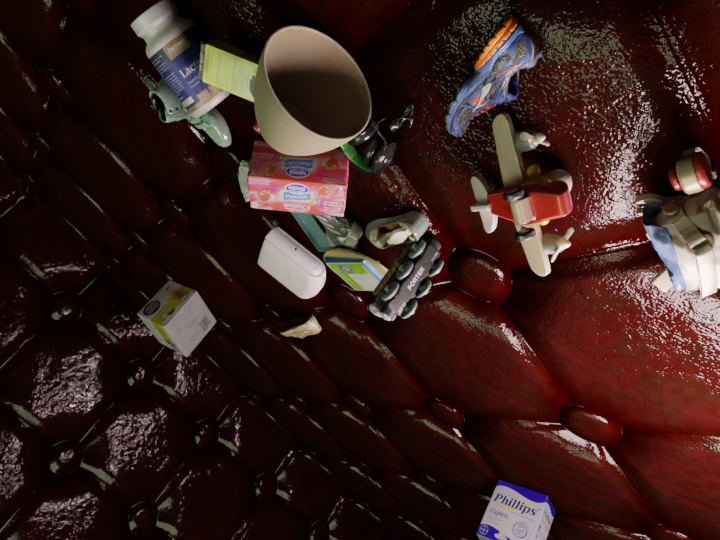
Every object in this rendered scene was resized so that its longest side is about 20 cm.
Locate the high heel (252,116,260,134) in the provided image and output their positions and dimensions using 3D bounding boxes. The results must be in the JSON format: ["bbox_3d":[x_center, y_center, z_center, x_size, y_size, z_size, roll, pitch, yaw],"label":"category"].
[{"bbox_3d":[-0.180,-0.254,1.098,0.066,0.097,0.202,20,144,26],"label":"high heel"}]

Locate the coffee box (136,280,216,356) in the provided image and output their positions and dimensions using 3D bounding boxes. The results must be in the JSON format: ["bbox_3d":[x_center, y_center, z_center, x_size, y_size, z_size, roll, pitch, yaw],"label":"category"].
[{"bbox_3d":[-0.773,0.199,2.197,0.195,0.201,0.202,16,144,31],"label":"coffee box"}]

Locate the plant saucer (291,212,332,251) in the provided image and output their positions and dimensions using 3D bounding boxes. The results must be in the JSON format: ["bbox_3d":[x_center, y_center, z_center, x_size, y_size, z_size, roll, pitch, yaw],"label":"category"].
[{"bbox_3d":[-0.132,-0.130,1.288,0.069,0.019,0.202,-2,130,47],"label":"plant saucer"}]

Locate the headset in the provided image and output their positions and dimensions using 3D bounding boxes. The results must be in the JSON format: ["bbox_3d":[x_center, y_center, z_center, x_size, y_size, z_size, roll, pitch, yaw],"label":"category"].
[{"bbox_3d":[0.025,-0.246,0.946,0.124,0.094,0.199,47,163,-16],"label":"headset"}]

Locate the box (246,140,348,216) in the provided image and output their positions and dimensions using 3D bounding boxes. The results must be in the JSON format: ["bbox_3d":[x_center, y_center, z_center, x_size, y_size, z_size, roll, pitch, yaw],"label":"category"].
[{"bbox_3d":[-0.123,-0.185,1.053,0.195,0.102,0.096,6,147,-3],"label":"box"}]

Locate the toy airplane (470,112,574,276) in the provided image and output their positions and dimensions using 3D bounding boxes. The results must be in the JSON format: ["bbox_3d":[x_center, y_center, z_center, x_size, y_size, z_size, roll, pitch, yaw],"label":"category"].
[{"bbox_3d":[0.260,-0.116,0.814,0.201,0.139,0.202,76,171,-57],"label":"toy airplane"}]

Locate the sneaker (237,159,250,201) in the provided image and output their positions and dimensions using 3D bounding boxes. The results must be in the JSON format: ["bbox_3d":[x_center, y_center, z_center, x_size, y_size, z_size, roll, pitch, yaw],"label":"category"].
[{"bbox_3d":[-0.251,-0.228,1.236,0.199,0.075,0.090,-13,108,57],"label":"sneaker"}]

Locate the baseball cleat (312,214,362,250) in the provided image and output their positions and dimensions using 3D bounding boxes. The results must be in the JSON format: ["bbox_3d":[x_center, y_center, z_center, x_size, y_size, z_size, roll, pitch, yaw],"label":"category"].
[{"bbox_3d":[-0.051,-0.121,1.181,0.104,0.071,0.201,10,150,28],"label":"baseball cleat"}]

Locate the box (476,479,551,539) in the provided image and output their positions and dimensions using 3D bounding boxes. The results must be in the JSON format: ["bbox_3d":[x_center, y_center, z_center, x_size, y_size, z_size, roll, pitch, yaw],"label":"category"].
[{"bbox_3d":[0.505,0.817,1.686,0.181,0.201,0.106,1,134,44],"label":"box"}]

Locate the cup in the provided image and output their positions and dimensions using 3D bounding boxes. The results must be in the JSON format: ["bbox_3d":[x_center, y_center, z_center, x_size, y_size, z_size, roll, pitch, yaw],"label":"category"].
[{"bbox_3d":[-0.100,-0.275,0.875,0.200,0.201,0.143,44,143,-12],"label":"cup"}]

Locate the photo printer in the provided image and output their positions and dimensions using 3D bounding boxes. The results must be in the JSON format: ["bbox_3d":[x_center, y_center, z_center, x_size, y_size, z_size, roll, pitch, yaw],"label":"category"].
[{"bbox_3d":[-0.187,-0.011,1.448,0.199,0.070,0.167,38,149,0],"label":"photo printer"}]

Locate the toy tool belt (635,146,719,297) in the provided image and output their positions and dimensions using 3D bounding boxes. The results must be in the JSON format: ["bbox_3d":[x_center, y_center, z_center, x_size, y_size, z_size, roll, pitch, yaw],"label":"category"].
[{"bbox_3d":[0.431,-0.054,0.709,0.122,0.126,0.201,-17,119,44],"label":"toy tool belt"}]

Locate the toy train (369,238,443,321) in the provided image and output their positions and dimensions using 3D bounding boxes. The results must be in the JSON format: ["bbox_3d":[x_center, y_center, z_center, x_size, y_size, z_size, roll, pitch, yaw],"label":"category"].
[{"bbox_3d":[0.093,0.018,1.086,0.085,0.202,0.113,40,163,-18],"label":"toy train"}]

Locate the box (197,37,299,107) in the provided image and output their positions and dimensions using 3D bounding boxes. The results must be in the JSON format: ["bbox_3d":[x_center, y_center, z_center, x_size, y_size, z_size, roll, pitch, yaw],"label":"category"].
[{"bbox_3d":[-0.202,-0.360,0.969,0.196,0.050,0.076,21,125,3],"label":"box"}]

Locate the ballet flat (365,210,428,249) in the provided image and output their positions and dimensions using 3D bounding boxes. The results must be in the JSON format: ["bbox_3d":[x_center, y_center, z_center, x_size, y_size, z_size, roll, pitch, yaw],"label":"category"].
[{"bbox_3d":[0.061,-0.078,1.111,0.068,0.064,0.198,49,148,-19],"label":"ballet flat"}]

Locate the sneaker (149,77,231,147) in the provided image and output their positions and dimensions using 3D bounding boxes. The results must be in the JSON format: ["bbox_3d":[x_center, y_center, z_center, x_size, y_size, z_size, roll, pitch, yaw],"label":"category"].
[{"bbox_3d":[-0.389,-0.342,1.177,0.073,0.119,0.202,-7,129,47],"label":"sneaker"}]

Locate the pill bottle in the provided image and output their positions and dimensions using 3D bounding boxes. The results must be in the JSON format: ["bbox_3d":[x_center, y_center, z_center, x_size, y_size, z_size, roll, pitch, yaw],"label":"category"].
[{"bbox_3d":[-0.352,-0.422,1.038,0.114,0.116,0.201,-3,131,47],"label":"pill bottle"}]

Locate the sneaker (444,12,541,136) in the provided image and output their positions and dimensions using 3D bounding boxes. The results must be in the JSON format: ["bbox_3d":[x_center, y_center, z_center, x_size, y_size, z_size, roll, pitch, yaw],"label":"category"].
[{"bbox_3d":[0.184,-0.258,0.745,0.078,0.076,0.201,33,150,0],"label":"sneaker"}]

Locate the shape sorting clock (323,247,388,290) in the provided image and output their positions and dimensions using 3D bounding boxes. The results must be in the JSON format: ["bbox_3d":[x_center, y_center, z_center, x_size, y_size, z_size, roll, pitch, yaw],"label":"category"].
[{"bbox_3d":[0.000,0.000,1.278,0.196,0.040,0.201,18,157,8],"label":"shape sorting clock"}]

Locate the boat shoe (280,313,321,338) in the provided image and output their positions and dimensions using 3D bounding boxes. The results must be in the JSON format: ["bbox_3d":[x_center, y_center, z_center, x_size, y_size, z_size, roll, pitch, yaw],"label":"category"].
[{"bbox_3d":[-0.202,0.198,1.735,0.065,0.072,0.198,48,146,-17],"label":"boat shoe"}]
